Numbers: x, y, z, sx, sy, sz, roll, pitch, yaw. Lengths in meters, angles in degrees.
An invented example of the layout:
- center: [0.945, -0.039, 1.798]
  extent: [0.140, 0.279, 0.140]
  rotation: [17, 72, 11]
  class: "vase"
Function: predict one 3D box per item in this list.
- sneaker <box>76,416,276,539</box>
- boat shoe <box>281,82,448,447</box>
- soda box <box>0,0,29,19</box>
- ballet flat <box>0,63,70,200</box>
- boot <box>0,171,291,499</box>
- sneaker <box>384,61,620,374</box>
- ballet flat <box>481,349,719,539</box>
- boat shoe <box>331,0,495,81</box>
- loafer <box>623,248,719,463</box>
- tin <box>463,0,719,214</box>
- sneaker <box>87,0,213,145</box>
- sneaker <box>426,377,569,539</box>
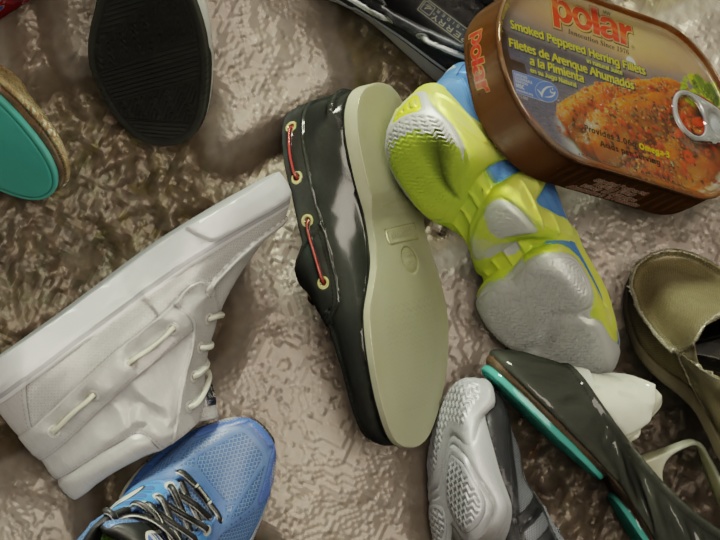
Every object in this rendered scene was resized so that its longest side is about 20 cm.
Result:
- center: [-0.106, 0.150, 1.316]
  extent: [0.079, 0.089, 0.200]
  rotation: [44, 59, -3]
  class: "sneaker"
- center: [0.002, 0.000, 1.392]
  extent: [0.074, 0.063, 0.202]
  rotation: [-1, 81, -56]
  class: "boat shoe"
- center: [-0.239, -0.232, 1.375]
  extent: [0.070, 0.063, 0.200]
  rotation: [-34, 89, -17]
  class: "soda box"
- center: [-0.235, -0.113, 1.350]
  extent: [0.200, 0.070, 0.065]
  rotation: [35, 37, -20]
  class: "ballet flat"
- center: [-0.101, 0.037, 1.362]
  extent: [0.200, 0.074, 0.096]
  rotation: [-36, 95, -8]
  class: "boot"
- center: [0.095, -0.034, 1.412]
  extent: [0.200, 0.076, 0.105]
  rotation: [56, 39, -23]
  class: "sneaker"
- center: [0.151, 0.104, 1.402]
  extent: [0.068, 0.068, 0.200]
  rotation: [-41, 102, -6]
  class: "ballet flat"
- center: [0.010, -0.173, 1.421]
  extent: [0.200, 0.068, 0.072]
  rotation: [39, 74, -4]
  class: "boat shoe"
- center: [0.203, 0.041, 1.376]
  extent: [0.076, 0.200, 0.068]
  rotation: [-11, 127, -16]
  class: "loafer"
- center: [0.136, -0.095, 1.406]
  extent: [0.200, 0.042, 0.112]
  rotation: [14, 64, -41]
  class: "tin"
- center: [-0.112, -0.181, 1.389]
  extent: [0.083, 0.121, 0.201]
  rotation: [1, 120, 16]
  class: "sneaker"
- center: [0.103, 0.155, 1.383]
  extent: [0.113, 0.075, 0.201]
  rotation: [-5, 84, -18]
  class: "sneaker"
